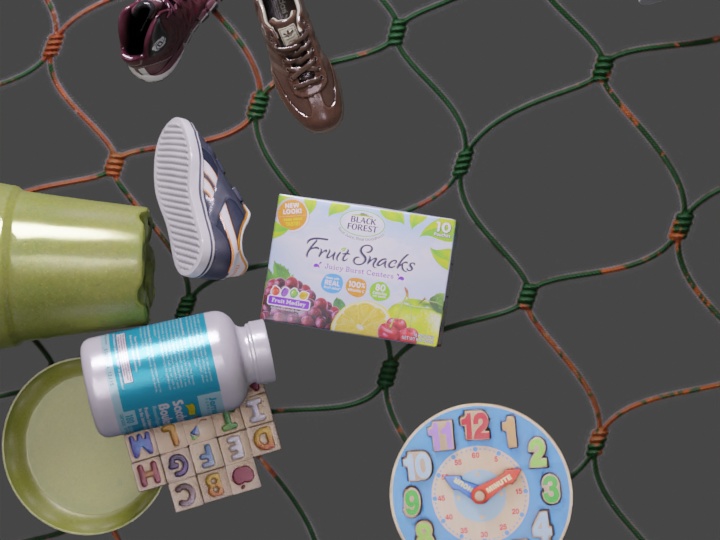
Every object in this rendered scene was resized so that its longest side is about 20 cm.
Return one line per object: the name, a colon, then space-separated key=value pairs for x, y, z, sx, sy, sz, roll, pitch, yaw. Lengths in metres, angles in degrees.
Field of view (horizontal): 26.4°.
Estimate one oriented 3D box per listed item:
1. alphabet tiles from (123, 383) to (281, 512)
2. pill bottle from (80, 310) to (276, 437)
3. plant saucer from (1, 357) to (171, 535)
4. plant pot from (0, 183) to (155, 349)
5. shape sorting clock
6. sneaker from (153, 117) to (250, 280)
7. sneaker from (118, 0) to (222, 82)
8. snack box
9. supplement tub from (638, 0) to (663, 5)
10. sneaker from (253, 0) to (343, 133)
alphabet tiles: x=-0.185 y=0.160 z=1.713 sx=0.166 sy=0.006 sz=0.201 roll=-16 pitch=84 yaw=-7
pill bottle: x=-0.195 y=0.108 z=1.660 sx=0.199 sy=0.111 sz=0.111 roll=-12 pitch=86 yaw=-5
plant saucer: x=-0.307 y=0.198 z=1.742 sx=0.199 sy=0.031 sz=0.201 roll=-1 pitch=87 yaw=9
plant pot: x=-0.322 y=-0.004 z=1.684 sx=0.184 sy=0.200 sz=0.201 roll=1 pitch=88 yaw=-2
shape sorting clock: x=0.130 y=0.244 z=1.663 sx=0.199 sy=0.039 sz=0.201 roll=-1 pitch=86 yaw=10
sneaker: x=-0.176 y=-0.076 z=1.713 sx=0.078 sy=0.079 sz=0.201 roll=-36 pitch=55 yaw=39
sneaker: x=-0.207 y=-0.306 z=1.700 sx=0.076 sy=0.116 sz=0.200 roll=26 pitch=92 yaw=9
snack box: x=0.000 y=0.000 z=1.688 sx=0.199 sy=0.053 sz=0.143 roll=8 pitch=88 yaw=9
supplement tub: x=0.307 y=-0.395 z=1.607 sx=0.144 sy=0.144 sz=0.200 roll=-25 pitch=85 yaw=7
sneaker: x=-0.079 y=-0.247 z=1.698 sx=0.070 sy=0.076 sz=0.200 roll=-23 pitch=84 yaw=7
